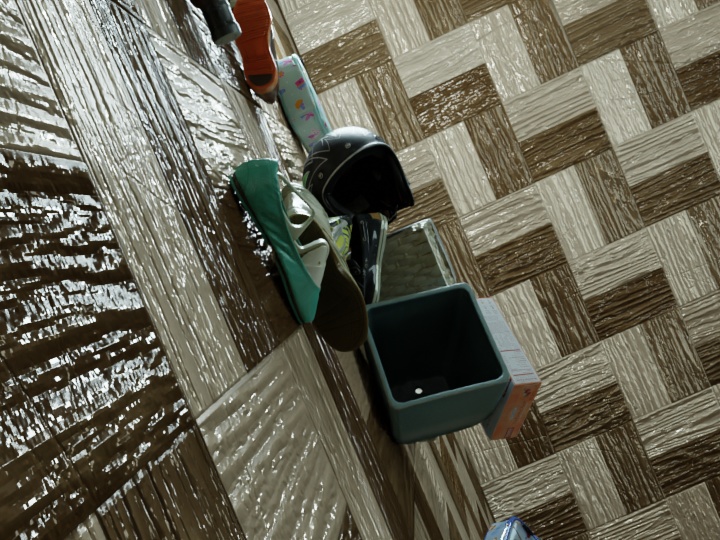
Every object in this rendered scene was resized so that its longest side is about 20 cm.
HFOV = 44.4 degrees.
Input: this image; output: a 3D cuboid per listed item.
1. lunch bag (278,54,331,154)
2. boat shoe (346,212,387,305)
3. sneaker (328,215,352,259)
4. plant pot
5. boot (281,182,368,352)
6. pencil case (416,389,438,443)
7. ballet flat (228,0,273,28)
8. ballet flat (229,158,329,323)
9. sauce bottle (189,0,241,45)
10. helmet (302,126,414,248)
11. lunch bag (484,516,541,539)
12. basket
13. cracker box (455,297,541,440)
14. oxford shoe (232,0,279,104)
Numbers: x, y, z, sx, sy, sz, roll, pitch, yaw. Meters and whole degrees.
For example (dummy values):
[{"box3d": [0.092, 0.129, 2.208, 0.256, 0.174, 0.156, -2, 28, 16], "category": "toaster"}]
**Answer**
[{"box3d": [-0.126, -0.362, 1.925, 0.160, 0.076, 0.203, 51, 17, -74], "category": "lunch bag"}, {"box3d": [0.000, 0.000, 1.486, 0.074, 0.061, 0.204, 179, -81, -67], "category": "boat shoe"}, {"box3d": [-0.051, -0.045, 1.397, 0.200, 0.074, 0.078, -43, 125, -78], "category": "sneaker"}, {"box3d": [0.112, 0.175, 1.449, 0.202, 0.192, 0.198, 89, -15, -51], "category": "plant pot"}, {"box3d": [-0.051, -0.007, 1.151, 0.155, 0.071, 0.202, -109, 174, -67], "category": "boot"}, {"box3d": [0.118, 0.269, 1.695, 0.090, 0.077, 0.200, 52, 5, -3], "category": "pencil case"}, {"box3d": [-0.220, -0.471, 1.537, 0.201, 0.067, 0.076, 55, 32, -42], "category": "ballet flat"}, {"box3d": [-0.074, -0.034, 0.981, 0.068, 0.069, 0.202, -103, 169, -69], "category": "ballet flat"}, {"box3d": [-0.215, -0.401, 1.173, 0.065, 0.064, 0.203, -26, 95, -85], "category": "sauce bottle"}, {"box3d": [-0.013, -0.158, 1.583, 0.192, 0.198, 0.200, 56, 6, -8], "category": "helmet"}, {"box3d": [0.288, 0.568, 1.635, 0.161, 0.075, 0.200, 49, 41, -9], "category": "lunch bag"}, {"box3d": [0.060, 0.006, 1.585, 0.123, 0.197, 0.138, -32, 98, -81], "category": "basket"}, {"box3d": [0.220, 0.163, 1.484, 0.202, 0.057, 0.135, -113, -151, -44], "category": "cracker box"}, {"box3d": [-0.175, -0.376, 1.495, 0.073, 0.070, 0.204, 68, 13, -70], "category": "oxford shoe"}]
